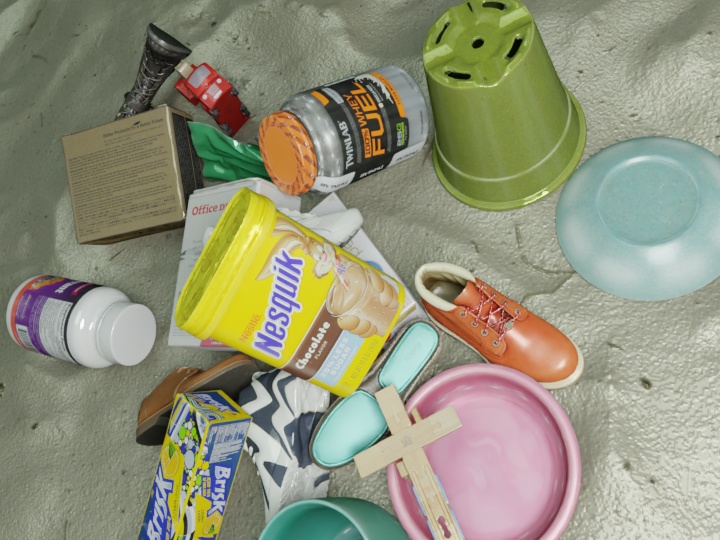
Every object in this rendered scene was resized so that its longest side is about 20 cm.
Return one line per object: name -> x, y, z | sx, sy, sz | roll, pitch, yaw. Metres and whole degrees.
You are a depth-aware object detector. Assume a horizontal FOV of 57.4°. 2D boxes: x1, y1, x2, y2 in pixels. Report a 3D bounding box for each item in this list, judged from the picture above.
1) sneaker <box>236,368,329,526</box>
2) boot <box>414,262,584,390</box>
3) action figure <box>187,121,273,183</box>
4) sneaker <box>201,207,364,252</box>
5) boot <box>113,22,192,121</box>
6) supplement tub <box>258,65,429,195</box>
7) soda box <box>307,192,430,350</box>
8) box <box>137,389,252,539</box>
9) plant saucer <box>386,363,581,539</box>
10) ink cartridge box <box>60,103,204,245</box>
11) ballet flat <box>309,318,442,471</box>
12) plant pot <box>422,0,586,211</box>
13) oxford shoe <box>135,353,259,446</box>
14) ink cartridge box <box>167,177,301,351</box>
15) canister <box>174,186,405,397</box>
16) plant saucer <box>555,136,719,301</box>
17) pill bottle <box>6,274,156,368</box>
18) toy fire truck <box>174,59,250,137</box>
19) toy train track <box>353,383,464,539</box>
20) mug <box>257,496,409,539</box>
sneaker -> -0.106, 0.209, 0.763 | 0.128, 0.079, 0.204 | -3, 85, 42
boot -> 0.141, 0.057, 0.700 | 0.198, 0.107, 0.076 | 28, 78, 29
action figure -> -0.142, -0.156, 0.936 | 0.196, 0.119, 0.055 | 16, 61, 20
sneaker -> -0.086, -0.040, 0.746 | 0.197, 0.074, 0.089 | -21, 83, -22
boot -> -0.337, -0.286, 1.037 | 0.176, 0.068, 0.200 | -59, 16, 3
supplement tub -> -0.020, -0.171, 0.816 | 0.198, 0.124, 0.122 | -28, 52, -32
soda box -> 0.000, 0.000, 0.812 | 0.068, 0.064, 0.201 | -38, 58, 3
box -> -0.189, 0.243, 0.740 | 0.069, 0.064, 0.204 | 26, 102, 39
plant saucer -> 0.125, 0.200, 0.674 | 0.196, 0.051, 0.205 | -10, 63, 21
ink cartridge box -> -0.337, -0.137, 0.984 | 0.196, 0.075, 0.169 | -9, 88, 19
ballet flat -> 0.021, 0.141, 0.738 | 0.068, 0.067, 0.200 | 44, 84, 6
plant pot -> 0.154, -0.205, 0.763 | 0.196, 0.190, 0.204 | -10, 63, 19
oxford shoe -> -0.212, 0.146, 0.827 | 0.198, 0.071, 0.072 | -30, 53, 19
ink cartridge box -> -0.160, -0.001, 0.835 | 0.143, 0.084, 0.205 | -4, 77, 39
canister -> -0.067, 0.029, 0.675 | 0.150, 0.198, 0.086 | -59, 27, 4
plant saucer -> 0.313, -0.069, 0.719 | 0.197, 0.039, 0.205 | -10, 63, 20
pill bottle -> -0.388, 0.074, 0.923 | 0.196, 0.112, 0.114 | 8, 70, 26
toy fire truck -> -0.235, -0.272, 0.993 | 0.141, 0.200, 0.049 | 43, 87, 4
toy train track -> 0.066, 0.211, 0.651 | 0.113, 0.033, 0.203 | -26, 65, 3
mug -> -0.029, 0.300, 0.653 | 0.183, 0.114, 0.155 | 19, 86, 36
